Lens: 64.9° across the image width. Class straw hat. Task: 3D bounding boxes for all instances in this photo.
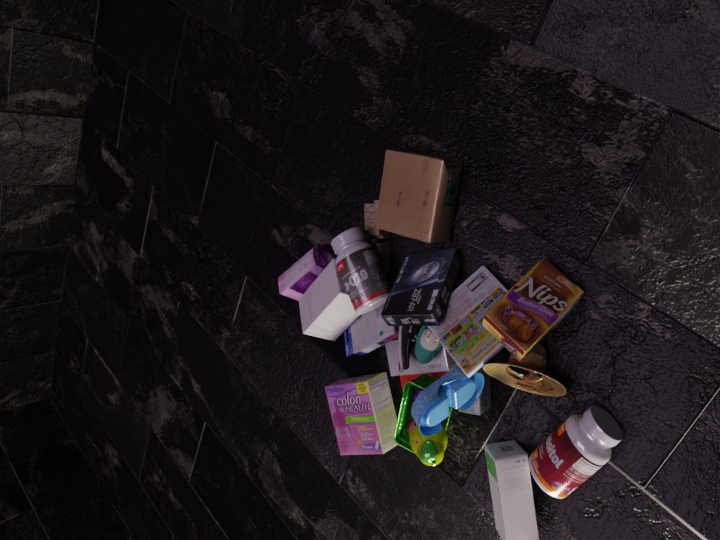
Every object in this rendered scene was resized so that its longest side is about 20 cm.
[{"bbox_3d":[0.374,0.205,1.266,0.196,0.200,0.088,5,66,39],"label":"straw hat"}]

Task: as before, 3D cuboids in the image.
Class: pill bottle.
[{"bbox_3d":[0.464,0.389,1.224,0.113,0.111,0.203,47,123,24],"label":"pill bottle"},{"bbox_3d":[0.000,0.000,1.494,0.113,0.112,0.206,-33,76,38],"label":"pill bottle"}]

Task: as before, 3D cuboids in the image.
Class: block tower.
[{"bbox_3d":[0.046,-0.088,1.550,0.056,0.053,0.209,7,101,38],"label":"block tower"}]

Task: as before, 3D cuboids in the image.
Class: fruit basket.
[{"bbox_3d":[0.158,0.392,1.413,0.151,0.214,0.223,20,110,22],"label":"fruit basket"}]

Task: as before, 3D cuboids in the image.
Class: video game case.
[{"bbox_3d":[0.269,0.114,1.317,0.198,0.023,0.183,-40,54,0],"label":"video game case"}]

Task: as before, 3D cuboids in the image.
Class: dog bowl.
[{"bbox_3d":[0.199,0.294,1.310,0.049,0.196,0.114,40,153,44],"label":"dog bowl"}]

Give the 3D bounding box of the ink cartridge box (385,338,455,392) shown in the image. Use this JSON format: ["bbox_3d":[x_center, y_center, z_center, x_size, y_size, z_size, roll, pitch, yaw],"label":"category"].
[{"bbox_3d":[0.165,0.265,1.508,0.196,0.044,0.183,-14,86,41],"label":"ink cartridge box"}]

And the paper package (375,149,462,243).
[{"bbox_3d":[0.145,-0.187,1.418,0.186,0.102,0.208,19,108,35],"label":"paper package"}]

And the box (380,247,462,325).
[{"bbox_3d":[0.152,0.042,1.400,0.156,0.204,0.044,-5,138,41],"label":"box"}]

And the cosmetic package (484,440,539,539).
[{"bbox_3d":[0.354,0.520,1.329,0.081,0.108,0.209,-7,90,-2],"label":"cosmetic package"}]

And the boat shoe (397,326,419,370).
[{"bbox_3d":[0.126,0.157,1.473,0.058,0.075,0.207,1,64,4],"label":"boat shoe"}]

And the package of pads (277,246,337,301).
[{"bbox_3d":[-0.149,0.018,1.686,0.198,0.118,0.078,-37,47,38],"label":"package of pads"}]

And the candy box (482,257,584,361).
[{"bbox_3d":[0.368,0.081,1.213,0.116,0.198,0.057,42,160,25],"label":"candy box"}]

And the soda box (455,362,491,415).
[{"bbox_3d":[0.276,0.242,1.392,0.062,0.067,0.209,0,96,39],"label":"soda box"}]

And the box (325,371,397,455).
[{"bbox_3d":[0.007,0.413,1.633,0.172,0.095,0.208,-16,86,41],"label":"box"}]

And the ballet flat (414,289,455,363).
[{"bbox_3d":[0.190,0.138,1.403,0.066,0.070,0.205,28,92,9],"label":"ballet flat"}]

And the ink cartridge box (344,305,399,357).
[{"bbox_3d":[0.029,0.158,1.589,0.197,0.041,0.123,-31,55,37],"label":"ink cartridge box"}]

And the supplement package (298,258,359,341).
[{"bbox_3d":[-0.075,0.087,1.616,0.200,0.117,0.124,-46,41,35],"label":"supplement package"}]
